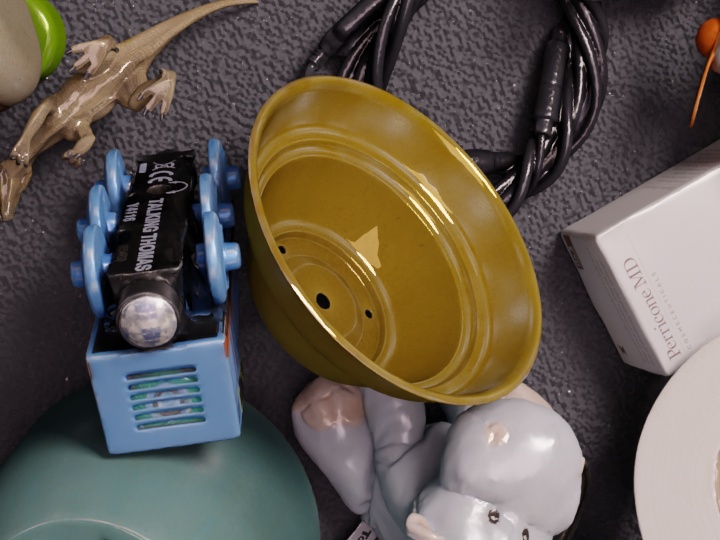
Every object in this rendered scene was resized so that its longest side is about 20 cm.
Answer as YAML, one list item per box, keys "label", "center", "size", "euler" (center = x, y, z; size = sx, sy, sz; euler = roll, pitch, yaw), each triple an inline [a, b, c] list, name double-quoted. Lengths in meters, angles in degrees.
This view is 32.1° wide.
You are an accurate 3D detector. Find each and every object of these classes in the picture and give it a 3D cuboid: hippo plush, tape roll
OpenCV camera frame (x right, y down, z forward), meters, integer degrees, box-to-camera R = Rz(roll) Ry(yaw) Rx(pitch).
- label: "hippo plush"
  center: [0.039, 0.121, 0.715]
  size: [0.159, 0.161, 0.201]
  euler: [34, 89, -11]
- label: "tape roll"
  center: [0.254, 0.123, 0.699]
  size: [0.201, 0.037, 0.205]
  euler: [-8, 72, 24]

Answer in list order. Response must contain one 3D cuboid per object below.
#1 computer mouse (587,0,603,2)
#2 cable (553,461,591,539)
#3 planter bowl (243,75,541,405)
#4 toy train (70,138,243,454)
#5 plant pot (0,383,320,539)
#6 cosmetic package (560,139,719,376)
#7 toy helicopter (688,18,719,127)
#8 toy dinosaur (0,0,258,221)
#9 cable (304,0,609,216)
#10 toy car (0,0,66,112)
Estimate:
- label: "computer mouse"
  center: [0.187, -0.229, 0.729]
  size: [0.200, 0.034, 0.059]
  euler: [-44, 102, -11]
- label: "cable"
  center: [0.107, 0.219, 0.786]
  size: [0.201, 0.050, 0.097]
  euler: [-56, 133, -10]
- label: "planter bowl"
  center: [0.000, 0.000, 0.685]
  size: [0.200, 0.201, 0.083]
  euler: [42, 128, -11]
- label: "toy train"
  center: [-0.103, 0.006, 0.671]
  size: [0.086, 0.200, 0.115]
  euler: [-6, 115, -3]
- label: "plant pot"
  center: [-0.127, 0.168, 0.671]
  size: [0.199, 0.161, 0.203]
  euler: [0, 96, 3]
- label: "cosmetic package"
  center: [0.238, -0.028, 0.782]
  size: [0.199, 0.074, 0.102]
  euler: [-31, 99, -7]
- label: "toy helicopter"
  center: [0.251, -0.155, 0.730]
  size: [0.131, 0.079, 0.202]
  euler: [-5, 72, 6]
- label: "toy dinosaur"
  center: [-0.139, -0.108, 0.697]
  size: [0.200, 0.101, 0.058]
  euler: [-42, 110, -7]
- label: "cable"
  center: [0.076, -0.122, 0.757]
  size: [0.200, 0.051, 0.163]
  euler: [-41, 100, -5]
- label: "toy car"
  center: [-0.280, -0.132, 0.651]
  size: [0.198, 0.164, 0.159]
  euler: [-21, 98, 5]
